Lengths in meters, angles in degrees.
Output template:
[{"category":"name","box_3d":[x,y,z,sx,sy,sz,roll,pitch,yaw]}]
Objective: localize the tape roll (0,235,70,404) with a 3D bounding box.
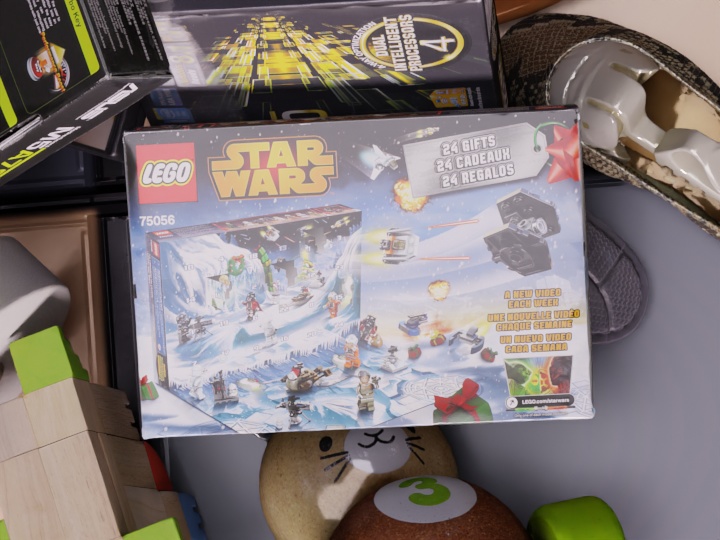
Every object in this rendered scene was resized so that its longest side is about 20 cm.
[{"category":"tape roll","box_3d":[-0.215,0.070,1.288,0.037,0.203,0.203,42,96,8]}]

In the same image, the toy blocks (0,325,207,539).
[{"category":"toy blocks","box_3d":[-0.112,0.134,1.308,0.100,0.137,0.200,-21,79,11]}]

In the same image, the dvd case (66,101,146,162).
[{"category":"dvd case","box_3d":[-0.134,-0.161,1.334,0.143,0.018,0.200,17,92,42]}]

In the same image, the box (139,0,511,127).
[{"category":"box","box_3d":[-0.017,-0.090,1.254,0.161,0.200,0.049,0,67,6]}]

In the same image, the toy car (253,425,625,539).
[{"category":"toy car","box_3d":[0.005,0.098,1.287,0.164,0.158,0.200,-11,63,-18]}]

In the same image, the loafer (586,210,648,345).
[{"category":"loafer","box_3d":[0.036,-0.013,1.307,0.200,0.063,0.072,16,83,-17]}]

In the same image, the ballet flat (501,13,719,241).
[{"category":"ballet flat","box_3d":[0.148,-0.060,1.292,0.200,0.075,0.068,35,94,9]}]

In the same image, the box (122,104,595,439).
[{"category":"box","box_3d":[0.000,0.000,1.230,0.200,0.040,0.137,-2,96,4]}]

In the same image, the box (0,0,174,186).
[{"category":"box","box_3d":[-0.187,-0.132,1.201,0.193,0.048,0.200,-29,77,35]}]

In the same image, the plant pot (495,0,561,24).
[{"category":"plant pot","box_3d":[0.027,-0.207,1.267,0.200,0.200,0.140,-19,70,9]}]
